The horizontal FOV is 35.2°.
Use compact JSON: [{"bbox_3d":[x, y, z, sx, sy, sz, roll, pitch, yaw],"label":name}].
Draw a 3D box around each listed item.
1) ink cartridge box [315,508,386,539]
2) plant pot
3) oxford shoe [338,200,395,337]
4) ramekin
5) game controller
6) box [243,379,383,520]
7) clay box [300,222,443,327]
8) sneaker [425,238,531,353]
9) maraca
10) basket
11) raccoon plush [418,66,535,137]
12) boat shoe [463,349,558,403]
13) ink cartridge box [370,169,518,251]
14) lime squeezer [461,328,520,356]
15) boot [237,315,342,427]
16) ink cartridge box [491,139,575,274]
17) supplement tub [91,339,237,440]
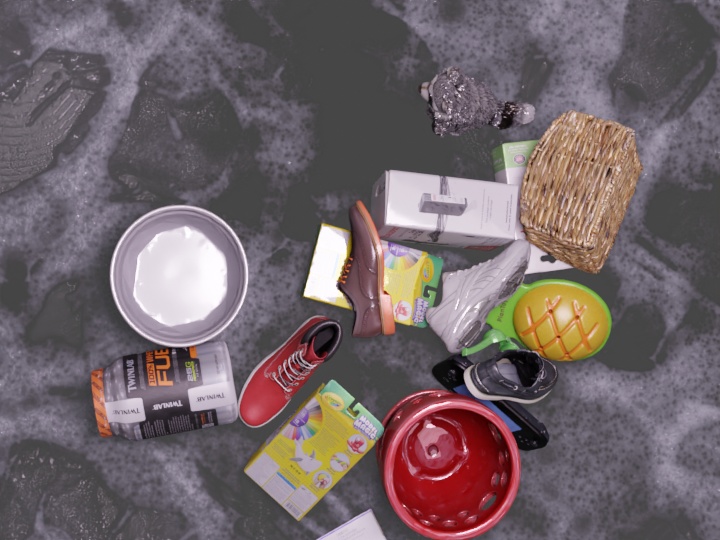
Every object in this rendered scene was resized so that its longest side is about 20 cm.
[{"bbox_3d":[-0.026,0.489,1.702,0.196,0.043,0.202,-27,94,-9],"label":"ink cartridge box"},{"bbox_3d":[0.121,0.273,1.658,0.197,0.182,0.204,0,93,-4],"label":"plant pot"},{"bbox_3d":[0.000,0.000,1.665,0.071,0.071,0.203,-11,90,-5],"label":"oxford shoe"},{"bbox_3d":[-0.263,0.010,1.652,0.197,0.105,0.203,0,87,-9],"label":"ramekin"},{"bbox_3d":[0.196,0.203,1.719,0.200,0.104,0.042,41,58,-5],"label":"game controller"},{"bbox_3d":[-0.065,0.258,1.668,0.117,0.048,0.200,43,108,-5],"label":"box"},{"bbox_3d":[0.018,0.010,1.726,0.197,0.048,0.117,16,86,-10],"label":"clay box"},{"bbox_3d":[0.170,0.019,1.689,0.099,0.078,0.200,41,86,26],"label":"sneaker"},{"bbox_3d":[0.285,0.072,1.738,0.197,0.107,0.139,12,115,7],"label":"maraca"},{"bbox_3d":[0.323,-0.119,1.705,0.141,0.149,0.202,20,81,23],"label":"basket"},{"bbox_3d":[0.182,-0.267,1.718,0.197,0.134,0.098,-9,88,-9],"label":"raccoon plush"},{"bbox_3d":[0.239,0.148,1.673,0.198,0.066,0.075,7,54,-41],"label":"boat shoe"},{"bbox_3d":[0.120,-0.087,1.695,0.197,0.144,0.085,7,83,-8],"label":"ink cartridge box"},{"bbox_3d":[0.220,0.131,1.728,0.037,0.071,0.199,-30,138,27],"label":"lime squeezer"},{"bbox_3d":[-0.104,0.149,1.653,0.072,0.144,0.201,41,84,-7],"label":"boot"},{"bbox_3d":[0.277,-0.098,1.761,0.115,0.067,0.203,-7,88,-11],"label":"ink cartridge box"},{"bbox_3d":[-0.281,0.175,1.634,0.197,0.122,0.124,-10,89,-10],"label":"supplement tub"}]
